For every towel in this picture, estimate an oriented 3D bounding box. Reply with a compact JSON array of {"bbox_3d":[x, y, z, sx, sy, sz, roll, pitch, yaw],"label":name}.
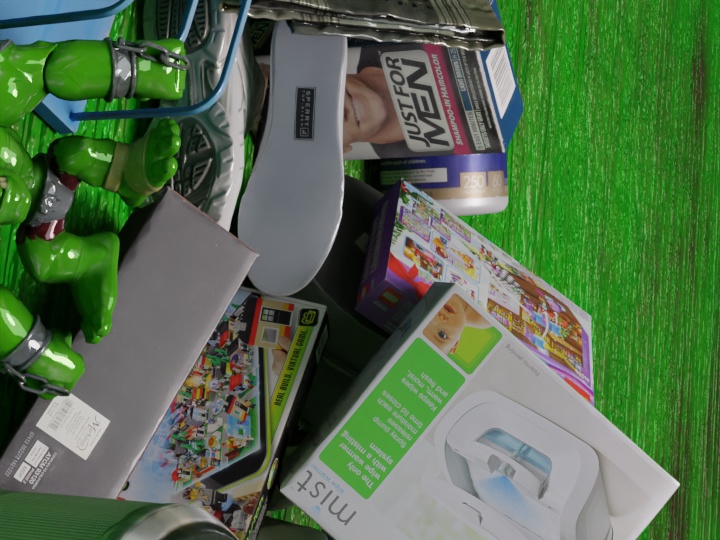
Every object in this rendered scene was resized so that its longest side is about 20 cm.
[{"bbox_3d":[-0.016,-0.210,0.959,0.201,0.190,0.035,-112,-146,-46],"label":"towel"}]

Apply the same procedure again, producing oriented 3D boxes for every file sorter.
[{"bbox_3d":[-0.159,-0.192,0.792,0.200,0.121,0.140,48,48,-52],"label":"file sorter"}]

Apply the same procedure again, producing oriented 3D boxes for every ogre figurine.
[{"bbox_3d":[-0.175,-0.038,0.752,0.119,0.201,0.098,16,29,-26],"label":"ogre figurine"}]

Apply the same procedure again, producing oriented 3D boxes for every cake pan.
[{"bbox_3d":[0.000,0.000,1.071,0.199,0.037,0.201,31,33,-23],"label":"cake pan"}]

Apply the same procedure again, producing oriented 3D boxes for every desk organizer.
[{"bbox_3d":[-0.150,0.057,0.854,0.071,0.077,0.201,36,69,-18],"label":"desk organizer"}]

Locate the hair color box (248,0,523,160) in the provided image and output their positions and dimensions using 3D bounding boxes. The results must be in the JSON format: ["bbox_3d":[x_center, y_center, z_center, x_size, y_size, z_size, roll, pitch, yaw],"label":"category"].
[{"bbox_3d":[0.010,-0.137,1.038,0.061,0.198,0.101,-63,143,-43],"label":"hair color box"}]

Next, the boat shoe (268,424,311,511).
[{"bbox_3d":[-0.076,0.130,1.019,0.066,0.075,0.199,51,23,23],"label":"boat shoe"}]

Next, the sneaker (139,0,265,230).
[{"bbox_3d":[-0.098,-0.100,0.967,0.099,0.077,0.203,16,77,-67],"label":"sneaker"}]

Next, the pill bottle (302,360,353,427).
[{"bbox_3d":[0.029,0.098,1.171,0.200,0.112,0.115,25,68,-61],"label":"pill bottle"}]

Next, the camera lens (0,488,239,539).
[{"bbox_3d":[-0.156,0.193,0.706,0.160,0.198,0.162,1,89,-63],"label":"camera lens"}]

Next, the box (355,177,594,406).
[{"bbox_3d":[0.090,0.032,1.064,0.199,0.039,0.137,35,32,-16],"label":"box"}]

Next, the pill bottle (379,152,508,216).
[{"bbox_3d":[0.071,-0.150,1.257,0.115,0.115,0.203,-11,99,-63],"label":"pill bottle"}]

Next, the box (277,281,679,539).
[{"bbox_3d":[0.072,0.138,0.940,0.177,0.200,0.097,-48,-177,-4],"label":"box"}]

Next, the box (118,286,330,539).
[{"bbox_3d":[-0.099,0.101,0.917,0.035,0.109,0.201,87,18,-54],"label":"box"}]

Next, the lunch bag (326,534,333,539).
[{"bbox_3d":[0.028,0.303,1.130,0.201,0.134,0.133,-69,152,-55],"label":"lunch bag"}]

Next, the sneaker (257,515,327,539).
[{"bbox_3d":[-0.094,0.212,0.983,0.199,0.074,0.086,16,82,-56],"label":"sneaker"}]

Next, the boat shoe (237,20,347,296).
[{"bbox_3d":[-0.044,-0.083,0.970,0.066,0.069,0.203,105,-12,-88],"label":"boat shoe"}]
